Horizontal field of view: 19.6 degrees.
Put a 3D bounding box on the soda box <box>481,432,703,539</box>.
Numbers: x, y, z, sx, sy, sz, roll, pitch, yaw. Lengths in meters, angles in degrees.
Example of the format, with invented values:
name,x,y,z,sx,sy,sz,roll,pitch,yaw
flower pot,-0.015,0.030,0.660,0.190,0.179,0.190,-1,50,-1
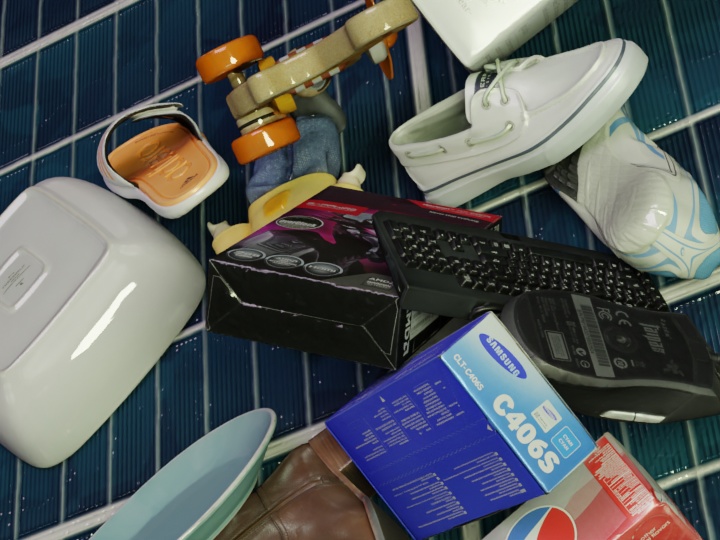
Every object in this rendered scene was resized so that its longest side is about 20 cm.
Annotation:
name,x,y,z,sx,sy,sz,roll,pitch,yaw
soda box,0.094,0.188,1.175,0.200,0.070,0.063,-41,43,4

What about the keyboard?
name,x,y,z,sx,sy,sz,roll,pitch,yaw
keyboard,0.108,0.005,1.220,0.040,0.200,0.104,-57,38,35

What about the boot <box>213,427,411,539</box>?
name,x,y,z,sx,sy,sz,roll,pitch,yaw
boot,-0.062,0.206,1.279,0.200,0.064,0.186,-37,31,3

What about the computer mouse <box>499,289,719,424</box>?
name,x,y,z,sx,sy,sz,roll,pitch,yaw
computer mouse,0.172,0.078,1.153,0.141,0.200,0.046,-108,32,-42

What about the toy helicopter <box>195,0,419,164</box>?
name,x,y,z,sx,sy,sz,roll,pitch,yaw
toy helicopter,-0.013,-0.144,1.387,0.132,0.079,0.200,-25,1,-29

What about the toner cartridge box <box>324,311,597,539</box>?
name,x,y,z,sx,sy,sz,roll,pitch,yaw
toner cartridge box,0.052,0.093,1.184,0.043,0.095,0.200,-40,1,-24

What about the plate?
name,x,y,z,sx,sy,sz,roll,pitch,yaw
plate,-0.124,0.163,1.333,0.200,0.026,0.200,-40,10,8

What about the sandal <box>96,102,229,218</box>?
name,x,y,z,sx,sy,sz,roll,pitch,yaw
sandal,-0.150,-0.092,1.529,0.079,0.059,0.207,-38,21,-10

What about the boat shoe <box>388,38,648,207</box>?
name,x,y,z,sx,sy,sz,roll,pitch,yaw
boat shoe,0.094,-0.101,1.345,0.200,0.067,0.074,-33,25,40

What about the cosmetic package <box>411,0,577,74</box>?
name,x,y,z,sx,sy,sz,roll,pitch,yaw
cosmetic package,0.101,-0.254,1.389,0.200,0.165,0.165,-39,88,5

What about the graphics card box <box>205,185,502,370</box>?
name,x,y,z,sx,sy,sz,roll,pitch,yaw
graphics card box,0.000,0.000,1.289,0.125,0.051,0.200,12,20,19

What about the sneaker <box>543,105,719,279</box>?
name,x,y,z,sx,sy,sz,roll,pitch,yaw
sneaker,0.169,-0.052,1.313,0.072,0.072,0.200,-47,29,14

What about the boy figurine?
name,x,y,z,sx,sy,sz,roll,pitch,yaw
boy figurine,-0.054,-0.033,1.455,0.124,0.064,0.200,-15,47,23

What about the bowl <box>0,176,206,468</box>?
name,x,y,z,sx,sy,sz,roll,pitch,yaw
bowl,-0.231,0.023,1.534,0.200,0.075,0.200,-49,45,-7
